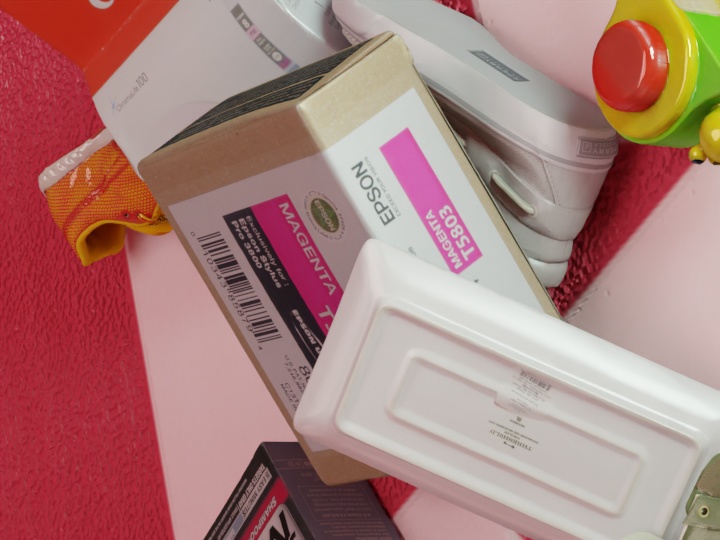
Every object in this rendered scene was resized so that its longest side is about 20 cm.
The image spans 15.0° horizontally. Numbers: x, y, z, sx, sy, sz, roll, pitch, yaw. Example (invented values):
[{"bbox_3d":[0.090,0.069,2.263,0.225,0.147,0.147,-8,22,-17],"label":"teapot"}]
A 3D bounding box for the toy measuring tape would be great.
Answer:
[{"bbox_3d":[0.126,-0.119,1.274,0.074,0.073,0.201,-55,47,34],"label":"toy measuring tape"}]

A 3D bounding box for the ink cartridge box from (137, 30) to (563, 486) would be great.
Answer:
[{"bbox_3d":[0.000,0.000,1.343,0.164,0.075,0.201,-17,107,57],"label":"ink cartridge box"}]

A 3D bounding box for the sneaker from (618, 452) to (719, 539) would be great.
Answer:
[{"bbox_3d":[0.178,0.116,1.174,0.200,0.067,0.090,-42,72,46],"label":"sneaker"}]

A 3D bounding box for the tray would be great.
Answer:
[{"bbox_3d":[0.073,0.072,1.258,0.199,0.022,0.108,24,112,4],"label":"tray"}]

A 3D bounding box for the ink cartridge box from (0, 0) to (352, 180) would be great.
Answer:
[{"bbox_3d":[-0.093,-0.118,1.471,0.162,0.199,0.057,-42,21,43],"label":"ink cartridge box"}]

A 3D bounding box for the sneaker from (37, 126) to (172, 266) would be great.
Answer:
[{"bbox_3d":[-0.114,-0.068,1.603,0.077,0.073,0.200,59,139,7],"label":"sneaker"}]

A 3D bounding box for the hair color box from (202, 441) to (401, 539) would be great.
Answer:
[{"bbox_3d":[-0.011,0.195,1.436,0.099,0.060,0.200,-59,46,31],"label":"hair color box"}]

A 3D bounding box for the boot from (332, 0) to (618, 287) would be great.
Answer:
[{"bbox_3d":[0.042,-0.069,1.372,0.200,0.073,0.096,40,120,42],"label":"boot"}]
